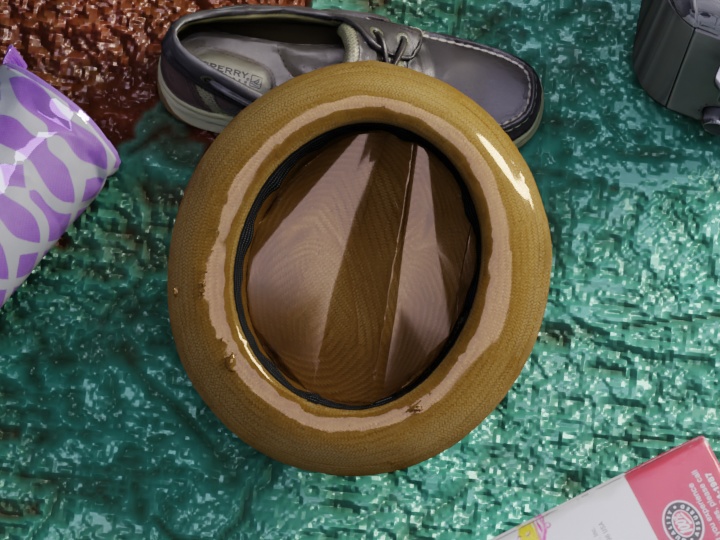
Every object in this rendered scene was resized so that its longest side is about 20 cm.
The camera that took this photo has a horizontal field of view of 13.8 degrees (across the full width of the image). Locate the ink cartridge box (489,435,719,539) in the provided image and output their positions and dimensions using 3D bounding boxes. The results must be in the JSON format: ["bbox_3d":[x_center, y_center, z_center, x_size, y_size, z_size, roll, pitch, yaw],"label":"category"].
[{"bbox_3d":[0.107,0.191,1.420,0.199,0.086,0.148,-25,79,-5],"label":"ink cartridge box"}]

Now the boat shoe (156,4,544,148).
[{"bbox_3d":[-0.005,-0.094,1.497,0.199,0.065,0.074,3,76,0],"label":"boat shoe"}]

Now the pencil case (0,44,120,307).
[{"bbox_3d":[-0.208,-0.012,1.470,0.085,0.084,0.200,35,76,31],"label":"pencil case"}]

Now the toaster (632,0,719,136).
[{"bbox_3d":[0.211,-0.171,1.486,0.113,0.129,0.201,19,77,3],"label":"toaster"}]

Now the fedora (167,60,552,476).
[{"bbox_3d":[0.000,0.000,1.463,0.199,0.082,0.202,0,89,2],"label":"fedora"}]
